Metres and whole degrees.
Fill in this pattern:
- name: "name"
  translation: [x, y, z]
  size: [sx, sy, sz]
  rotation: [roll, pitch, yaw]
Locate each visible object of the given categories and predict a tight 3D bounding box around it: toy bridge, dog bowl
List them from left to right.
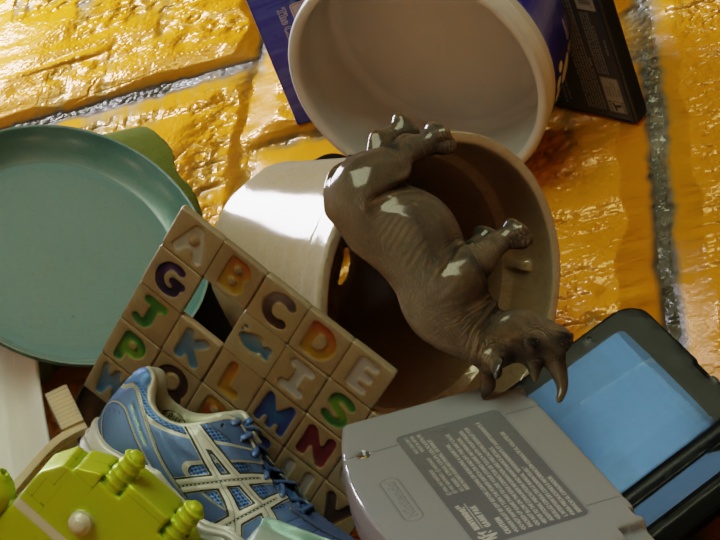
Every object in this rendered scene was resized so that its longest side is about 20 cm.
- name: "toy bridge"
  translation: [-0.259, 0.140, 1.290]
  size: [0.199, 0.027, 0.067]
  rotation: [-24, 56, -15]
- name: "dog bowl"
  translation: [0.052, -0.159, 1.528]
  size: [0.198, 0.201, 0.079]
  rotation: [-1, 39, 26]

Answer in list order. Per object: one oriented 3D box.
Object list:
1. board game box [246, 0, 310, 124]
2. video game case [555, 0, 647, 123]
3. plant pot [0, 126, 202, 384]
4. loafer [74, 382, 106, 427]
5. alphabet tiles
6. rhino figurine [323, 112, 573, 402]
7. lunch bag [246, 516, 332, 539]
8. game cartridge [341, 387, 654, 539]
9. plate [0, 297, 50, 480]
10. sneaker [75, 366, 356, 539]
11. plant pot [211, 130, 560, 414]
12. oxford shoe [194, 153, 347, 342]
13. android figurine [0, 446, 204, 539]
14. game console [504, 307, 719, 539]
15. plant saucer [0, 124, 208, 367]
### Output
- name: "board game box"
  translation: [0.007, -0.235, 1.645]
  size: [0.198, 0.201, 0.041]
  rotation: [-21, 38, 3]
- name: "video game case"
  translation: [0.116, -0.187, 1.575]
  size: [0.199, 0.144, 0.019]
  rotation: [17, 53, 41]
- name: "plant pot"
  translation: [-0.219, -0.018, 1.532]
  size: [0.189, 0.202, 0.200]
  rotation: [-24, 35, -21]
- name: "loafer"
  translation: [-0.148, 0.122, 1.400]
  size: [0.075, 0.068, 0.200]
  rotation: [-25, 39, -8]
- name: "alphabet tiles"
  translation: [-0.066, 0.078, 1.301]
  size: [0.199, 0.168, 0.008]
  rotation: [38, 36, 6]
- name: "rhino figurine"
  translation: [0.055, 0.000, 1.232]
  size: [0.087, 0.060, 0.201]
  rotation: [-35, 80, -23]
- name: "lunch bag"
  translation: [-0.006, 0.245, 1.138]
  size: [0.198, 0.123, 0.171]
  rotation: [15, 43, 27]
- name: "game cartridge"
  translation: [0.065, 0.129, 1.157]
  size: [0.132, 0.041, 0.200]
  rotation: [-11, 24, -15]
- name: "plate"
  translation: [-0.298, 0.119, 1.347]
  size: [0.198, 0.032, 0.201]
  rotation: [-12, 52, -6]
- name: "sneaker"
  translation: [-0.078, 0.132, 1.281]
  size: [0.078, 0.199, 0.076]
  rotation: [-62, -3, 7]
- name: "plant pot"
  translation: [0.000, 0.000, 1.391]
  size: [0.200, 0.201, 0.183]
  rotation: [-43, 31, -24]
- name: "oxford shoe"
  translation: [-0.079, -0.005, 1.539]
  size: [0.200, 0.072, 0.071]
  rotation: [-43, 14, -24]
- name: "android figurine"
  translation: [-0.171, 0.190, 1.243]
  size: [0.200, 0.182, 0.041]
  rotation: [-46, 3, 21]
- name: "game console"
  translation: [0.143, 0.106, 1.222]
  size: [0.199, 0.117, 0.176]
  rotation: [-35, -2, -14]
- name: "plant saucer"
  translation: [-0.201, -0.013, 1.415]
  size: [0.198, 0.028, 0.202]
  rotation: [11, 51, -14]
